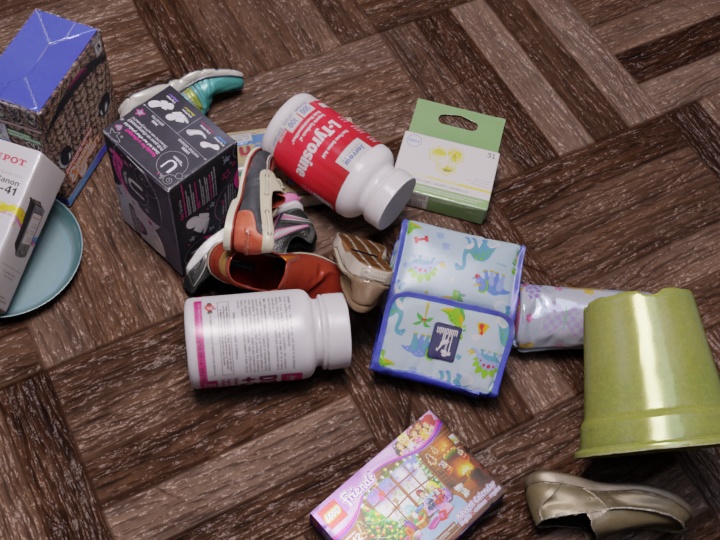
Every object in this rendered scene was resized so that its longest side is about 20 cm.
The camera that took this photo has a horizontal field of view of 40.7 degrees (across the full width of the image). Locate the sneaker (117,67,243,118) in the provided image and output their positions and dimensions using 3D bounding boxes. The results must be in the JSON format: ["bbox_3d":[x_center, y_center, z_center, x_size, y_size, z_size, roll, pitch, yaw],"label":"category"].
[{"bbox_3d":[-0.257,-0.241,1.425,0.200,0.077,0.080,-28,96,-25],"label":"sneaker"}]

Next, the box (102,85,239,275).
[{"bbox_3d":[-0.242,-0.113,1.264,0.132,0.200,0.115,41,63,18],"label":"box"}]

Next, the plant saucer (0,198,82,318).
[{"bbox_3d":[-0.469,-0.021,1.290,0.199,0.027,0.201,2,60,-4],"label":"plant saucer"}]

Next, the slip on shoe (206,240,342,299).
[{"bbox_3d":[-0.100,0.007,1.254,0.199,0.061,0.074,15,94,-28],"label":"slip on shoe"}]

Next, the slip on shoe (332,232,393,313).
[{"bbox_3d":[0.000,0.000,1.259,0.076,0.200,0.061,15,103,-14],"label":"slip on shoe"}]

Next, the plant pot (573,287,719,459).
[{"bbox_3d":[0.343,0.123,1.156,0.199,0.200,0.185,-4,76,-8],"label":"plant pot"}]

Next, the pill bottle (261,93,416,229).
[{"bbox_3d":[-0.028,-0.145,1.325,0.200,0.112,0.112,36,63,14],"label":"pill bottle"}]

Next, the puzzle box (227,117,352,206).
[{"bbox_3d":[-0.095,-0.151,1.402,0.199,0.025,0.134,-10,62,-11],"label":"puzzle box"}]

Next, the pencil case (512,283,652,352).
[{"bbox_3d":[0.293,0.067,1.278,0.199,0.083,0.091,5,96,-3],"label":"pencil case"}]

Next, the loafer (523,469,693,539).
[{"bbox_3d":[0.292,0.290,1.155,0.199,0.076,0.068,7,59,10],"label":"loafer"}]

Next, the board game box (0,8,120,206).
[{"bbox_3d":[-0.414,-0.216,1.308,0.096,0.200,0.160,19,60,7],"label":"board game box"}]

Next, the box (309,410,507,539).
[{"bbox_3d":[0.057,0.280,1.155,0.200,0.039,0.137,-37,69,-23],"label":"box"}]

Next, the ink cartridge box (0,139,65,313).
[{"bbox_3d":[-0.486,-0.066,1.221,0.147,0.086,0.201,17,79,7],"label":"ink cartridge box"}]

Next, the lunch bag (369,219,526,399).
[{"bbox_3d":[0.111,0.053,1.252,0.169,0.128,0.201,13,72,0],"label":"lunch bag"}]

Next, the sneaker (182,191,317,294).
[{"bbox_3d":[-0.141,-0.023,1.296,0.200,0.080,0.086,-35,79,-17],"label":"sneaker"}]

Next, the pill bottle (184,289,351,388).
[{"bbox_3d":[-0.116,0.083,1.212,0.199,0.114,0.114,-5,60,-8],"label":"pill bottle"}]

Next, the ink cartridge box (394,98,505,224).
[{"bbox_3d":[0.132,-0.175,1.426,0.145,0.048,0.201,15,62,4],"label":"ink cartridge box"}]

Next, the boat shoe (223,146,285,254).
[{"bbox_3d":[-0.127,-0.089,1.240,0.062,0.071,0.200,6,38,1],"label":"boat shoe"}]
